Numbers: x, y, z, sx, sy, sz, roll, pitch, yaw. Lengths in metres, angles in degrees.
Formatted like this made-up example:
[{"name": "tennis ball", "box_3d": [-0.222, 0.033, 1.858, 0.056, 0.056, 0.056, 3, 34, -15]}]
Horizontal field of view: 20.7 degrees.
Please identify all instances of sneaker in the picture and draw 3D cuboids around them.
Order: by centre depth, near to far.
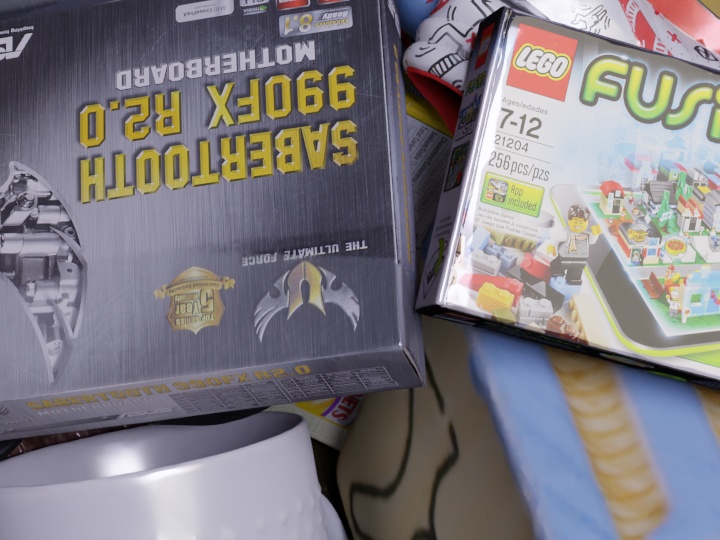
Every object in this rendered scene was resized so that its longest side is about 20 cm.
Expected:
[{"name": "sneaker", "box_3d": [0.109, -0.051, 0.768, 0.201, 0.067, 0.108, 40, 82, -10]}]

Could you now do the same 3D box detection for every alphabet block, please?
[{"name": "alphabet block", "box_3d": [0.118, 0.097, 0.824, 0.194, 0.201, 0.197, -5, 57, -19]}]

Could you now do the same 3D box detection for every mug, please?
[{"name": "mug", "box_3d": [-0.065, 0.157, 0.846, 0.199, 0.146, 0.177, -14, 96, -55]}]

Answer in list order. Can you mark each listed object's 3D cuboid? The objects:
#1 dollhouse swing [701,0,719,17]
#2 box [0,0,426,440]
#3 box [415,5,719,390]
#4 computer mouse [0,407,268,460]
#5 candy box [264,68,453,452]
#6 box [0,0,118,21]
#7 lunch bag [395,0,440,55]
[{"name": "dollhouse swing", "box_3d": [0.127, -0.069, 0.972, 0.180, 0.176, 0.202, -17, 60, 16]}, {"name": "box", "box_3d": [-0.079, -0.025, 0.751, 0.198, 0.048, 0.160, -7, 67, 11]}, {"name": "box", "box_3d": [0.127, -0.015, 0.717, 0.198, 0.035, 0.111, 14, 83, -11]}, {"name": "computer mouse", "box_3d": [-0.107, 0.062, 0.817, 0.199, 0.059, 0.034, -16, 126, -33]}, {"name": "candy box", "box_3d": [0.000, 0.000, 0.861, 0.101, 0.200, 0.027, 25, 42, -14]}, {"name": "box", "box_3d": [-0.104, -0.084, 0.874, 0.199, 0.049, 0.162, -22, 63, -25]}, {"name": "lunch bag", "box_3d": [0.005, -0.157, 0.859, 0.094, 0.199, 0.151, -45, 131, -13]}]
